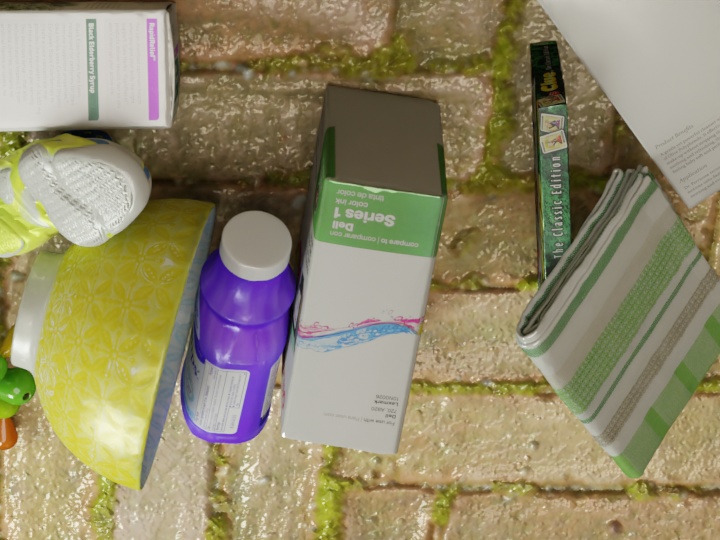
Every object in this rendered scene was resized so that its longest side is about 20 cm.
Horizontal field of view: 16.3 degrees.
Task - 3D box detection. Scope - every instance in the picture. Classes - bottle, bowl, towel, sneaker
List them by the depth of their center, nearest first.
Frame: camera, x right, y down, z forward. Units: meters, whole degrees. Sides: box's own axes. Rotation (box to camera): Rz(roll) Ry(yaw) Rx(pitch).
[{"bbox_3d":[-0.182,-0.067,1.648,0.199,0.105,0.076,-7,116,49],"label":"sneaker"},{"bbox_3d":[-0.172,0.039,1.687,0.107,0.200,0.201,14,118,0],"label":"bowl"},{"bbox_3d":[-0.082,0.037,1.708,0.065,0.084,0.201,4,145,-8],"label":"bottle"},{"bbox_3d":[0.182,0.037,1.708,0.150,0.031,0.200,-54,140,-12],"label":"towel"}]

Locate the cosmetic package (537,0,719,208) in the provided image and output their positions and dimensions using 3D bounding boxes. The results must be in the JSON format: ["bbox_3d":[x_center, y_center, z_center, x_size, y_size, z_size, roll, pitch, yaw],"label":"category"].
[{"bbox_3d":[0.201,-0.155,1.648,0.107,0.085,0.200,-31,114,14],"label":"cosmetic package"}]

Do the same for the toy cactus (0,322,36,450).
[{"bbox_3d":[-0.311,0.078,1.768,0.164,0.103,0.201,12,126,3],"label":"toy cactus"}]

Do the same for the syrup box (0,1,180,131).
[{"bbox_3d":[-0.218,-0.134,1.644,0.198,0.079,0.082,0,101,-1],"label":"syrup box"}]

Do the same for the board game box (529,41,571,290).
[{"bbox_3d":[0.129,-0.041,1.697,0.023,0.105,0.201,-4,118,0],"label":"board game box"}]

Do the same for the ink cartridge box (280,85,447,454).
[{"bbox_3d":[0.000,0.000,1.693,0.083,0.145,0.201,8,118,-5],"label":"ink cartridge box"}]
